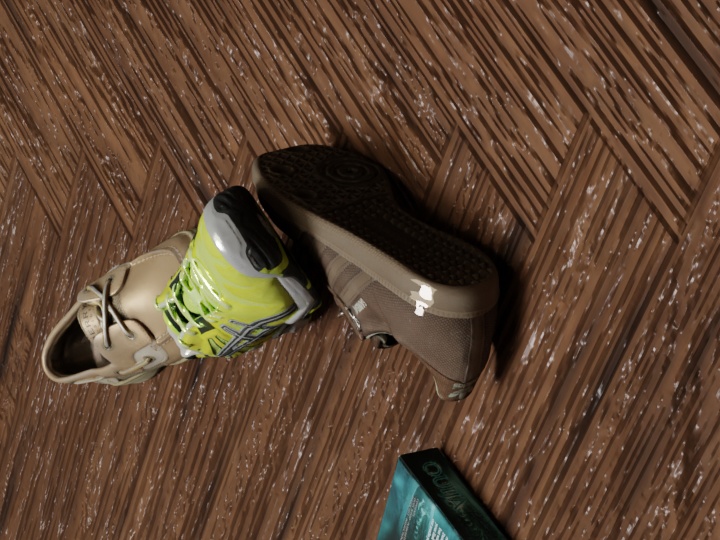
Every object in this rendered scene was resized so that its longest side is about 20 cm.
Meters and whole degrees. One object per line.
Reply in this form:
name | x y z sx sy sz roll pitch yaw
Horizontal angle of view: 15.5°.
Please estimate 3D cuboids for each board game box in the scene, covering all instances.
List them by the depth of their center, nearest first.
board game box | 0.043 0.215 1.419 0.135 0.028 0.201 51 139 40

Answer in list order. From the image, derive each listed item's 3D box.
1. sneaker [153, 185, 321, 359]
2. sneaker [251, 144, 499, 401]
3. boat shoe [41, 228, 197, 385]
sneaker | -0.070 0.014 1.435 0.076 0.076 0.200 57 173 13
sneaker | 0.000 0.000 1.386 0.200 0.070 0.076 40 134 50
boat shoe | -0.143 0.032 1.651 0.200 0.064 0.072 -42 63 57
